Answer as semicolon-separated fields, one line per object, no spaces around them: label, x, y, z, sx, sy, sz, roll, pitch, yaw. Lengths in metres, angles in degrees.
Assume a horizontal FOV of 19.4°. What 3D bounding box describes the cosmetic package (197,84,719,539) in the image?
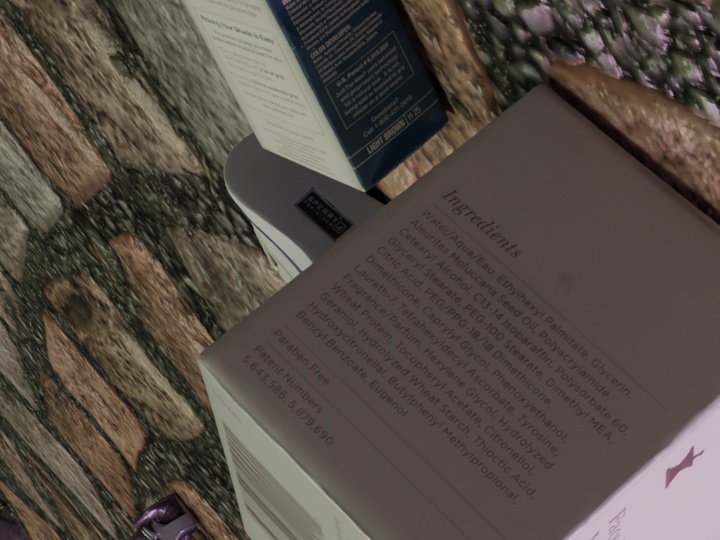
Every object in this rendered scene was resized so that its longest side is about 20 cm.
cosmetic package;0.064;0.067;0.895;0.165;0.200;0.165;43;161;27

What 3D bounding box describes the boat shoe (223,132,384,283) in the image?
boat shoe;0.000;0.000;1.154;0.200;0.073;0.066;51;170;33

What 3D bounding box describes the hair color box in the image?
hair color box;-0.042;-0.141;0.974;0.100;0.060;0.201;26;150;53

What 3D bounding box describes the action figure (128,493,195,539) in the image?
action figure;-0.154;0.328;2.170;0.200;0.069;0.130;44;156;12
